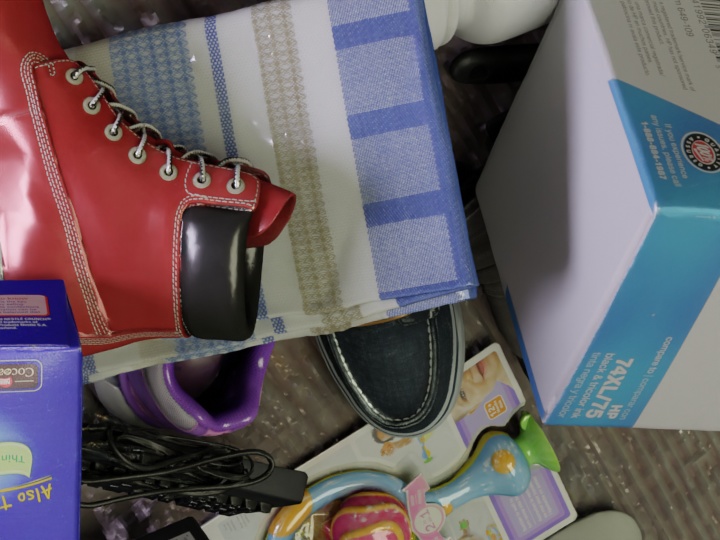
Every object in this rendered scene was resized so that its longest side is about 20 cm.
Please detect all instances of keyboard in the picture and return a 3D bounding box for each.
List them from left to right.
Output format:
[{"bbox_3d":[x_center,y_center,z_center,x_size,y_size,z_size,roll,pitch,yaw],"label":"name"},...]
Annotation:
[{"bbox_3d":[-0.121,0.094,1.348,0.200,0.104,0.040,14,70,-31],"label":"keyboard"}]

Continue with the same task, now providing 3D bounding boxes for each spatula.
[{"bbox_3d":[0.133,-0.099,1.454,0.200,0.021,0.057,-1,135,-23],"label":"spatula"}]

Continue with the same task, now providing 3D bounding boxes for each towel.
[{"bbox_3d":[-0.054,-0.038,1.291,0.200,0.024,0.147,-12,88,16],"label":"towel"}]

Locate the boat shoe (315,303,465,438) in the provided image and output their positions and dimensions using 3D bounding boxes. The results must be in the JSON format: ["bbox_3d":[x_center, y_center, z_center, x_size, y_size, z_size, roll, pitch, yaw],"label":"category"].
[{"bbox_3d":[0.000,0.000,1.373,0.071,0.091,0.201,-8,112,10],"label":"boat shoe"}]

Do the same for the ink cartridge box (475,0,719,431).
[{"bbox_3d":[0.179,-0.026,1.336,0.200,0.147,0.146,4,137,-20],"label":"ink cartridge box"}]

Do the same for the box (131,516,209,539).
[{"bbox_3d":[-0.146,0.219,1.379,0.200,0.079,0.141,-21,136,-20],"label":"box"}]

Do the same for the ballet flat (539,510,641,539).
[{"bbox_3d":[0.074,0.197,1.513,0.200,0.069,0.070,-33,121,-13],"label":"ballet flat"}]

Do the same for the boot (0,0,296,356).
[{"bbox_3d":[-0.101,-0.065,1.259,0.144,0.072,0.200,-7,96,14],"label":"boot"}]

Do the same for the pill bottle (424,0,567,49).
[{"bbox_3d":[0.078,-0.169,1.345,0.200,0.113,0.114,-23,118,-17],"label":"pill bottle"}]

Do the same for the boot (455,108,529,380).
[{"bbox_3d":[0.133,-0.042,1.449,0.200,0.070,0.132,-38,120,-9],"label":"boot"}]

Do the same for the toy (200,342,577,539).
[{"bbox_3d":[0.013,0.136,1.467,0.200,0.047,0.115,-33,119,-14],"label":"toy"}]

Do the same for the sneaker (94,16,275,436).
[{"bbox_3d":[-0.066,-0.012,1.346,0.080,0.088,0.201,-2,108,-26],"label":"sneaker"}]

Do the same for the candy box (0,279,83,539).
[{"bbox_3d":[-0.202,0.107,1.233,0.169,0.077,0.200,0,113,-10],"label":"candy box"}]
